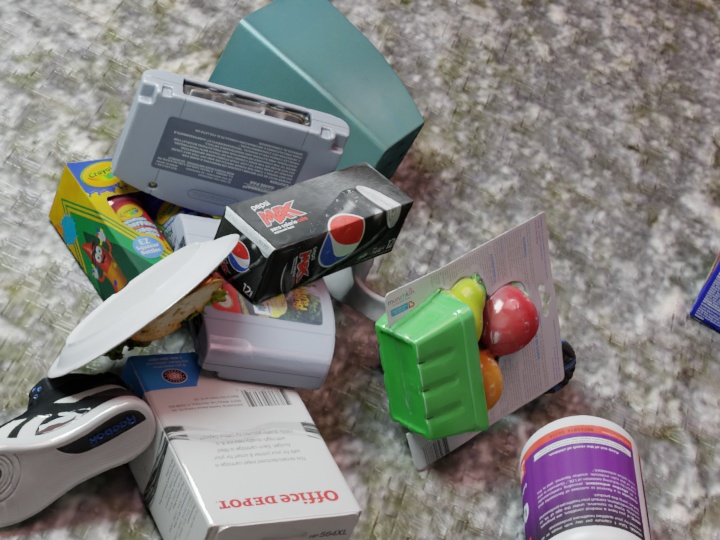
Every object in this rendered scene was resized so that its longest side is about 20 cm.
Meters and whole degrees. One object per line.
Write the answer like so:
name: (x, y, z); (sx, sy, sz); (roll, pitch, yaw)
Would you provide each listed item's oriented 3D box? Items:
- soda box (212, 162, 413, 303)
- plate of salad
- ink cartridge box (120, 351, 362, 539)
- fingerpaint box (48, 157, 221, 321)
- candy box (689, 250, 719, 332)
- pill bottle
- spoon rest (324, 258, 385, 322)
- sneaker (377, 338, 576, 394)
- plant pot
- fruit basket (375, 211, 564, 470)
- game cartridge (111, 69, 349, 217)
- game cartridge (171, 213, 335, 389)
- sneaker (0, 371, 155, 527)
soda box: (-0.043, -0.037, 1.770); (0.071, 0.064, 0.199); (40, 37, 24)
plate of salad: (-0.178, 0.036, 1.645); (0.048, 0.199, 0.200); (54, 36, -11)
ink cartridge box: (-0.109, 0.165, 1.647); (0.145, 0.085, 0.200); (-1, 43, -31)
fingerpaint box: (-0.171, -0.036, 1.869); (0.199, 0.074, 0.167); (-9, 49, -38)
candy box: (0.450, -0.046, 2.128); (0.077, 0.201, 0.169); (30, 36, 7)
pill bottle: (0.201, 0.231, 1.720); (0.112, 0.113, 0.201); (16, 37, -12)
spoon rest: (0.000, 0.000, 1.876); (0.060, 0.100, 0.200); (-10, 31, -30)
sneaker: (0.107, 0.085, 1.898); (0.199, 0.076, 0.077); (6, 14, -20)
plant pot: (-0.045, -0.173, 2.064); (0.200, 0.142, 0.141); (41, 39, 9)
fruit basket: (0.106, 0.062, 1.804); (0.093, 0.186, 0.200); (18, 39, 42)
game cartridge: (-0.124, -0.108, 1.808); (0.199, 0.133, 0.042); (14, 47, -15)
game cartridge: (-0.092, 0.025, 1.741); (0.132, 0.041, 0.201); (12, 35, -24)
sneaker: (-0.277, 0.145, 1.605); (0.199, 0.074, 0.112); (-19, 25, -22)
